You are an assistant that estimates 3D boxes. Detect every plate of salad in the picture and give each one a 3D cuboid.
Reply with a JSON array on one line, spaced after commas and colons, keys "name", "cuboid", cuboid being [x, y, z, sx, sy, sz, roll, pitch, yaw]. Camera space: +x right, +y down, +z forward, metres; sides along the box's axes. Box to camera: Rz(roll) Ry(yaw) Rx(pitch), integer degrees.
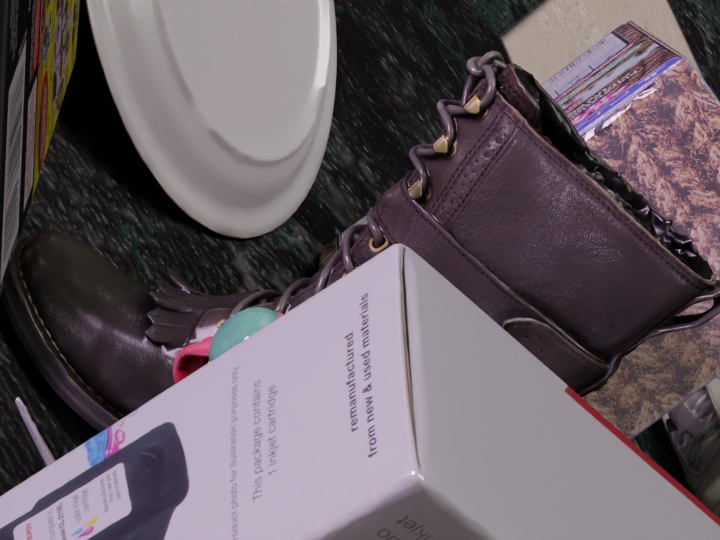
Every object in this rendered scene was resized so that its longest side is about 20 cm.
[{"name": "plate of salad", "cuboid": [-0.064, -0.111, 1.101, 0.200, 0.048, 0.200, 22, 65, -60]}]

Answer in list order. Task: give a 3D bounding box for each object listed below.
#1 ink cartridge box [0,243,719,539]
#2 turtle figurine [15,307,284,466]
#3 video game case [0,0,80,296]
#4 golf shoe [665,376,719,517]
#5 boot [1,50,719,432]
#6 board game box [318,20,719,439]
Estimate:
[{"name": "ink cartridge box", "cuboid": [-0.019, 0.106, 0.730, 0.146, 0.200, 0.083, 40, 30, -32]}, {"name": "turtle figurine", "cuboid": [0.002, 0.078, 0.845, 0.200, 0.150, 0.101, 47, 50, -18]}, {"name": "video game case", "cuboid": [-0.110, -0.113, 0.897, 0.025, 0.200, 0.181, 7, 32, 0]}, {"name": "golf shoe", "cuboid": [0.171, 0.091, 1.321, 0.097, 0.078, 0.200, 41, 15, 10]}, {"name": "boot", "cuboid": [0.000, 0.000, 0.910, 0.200, 0.174, 0.069, 36, 21, -1]}, {"name": "board game box", "cuboid": [0.074, -0.003, 1.048, 0.097, 0.159, 0.200, 53, 6, -7]}]
